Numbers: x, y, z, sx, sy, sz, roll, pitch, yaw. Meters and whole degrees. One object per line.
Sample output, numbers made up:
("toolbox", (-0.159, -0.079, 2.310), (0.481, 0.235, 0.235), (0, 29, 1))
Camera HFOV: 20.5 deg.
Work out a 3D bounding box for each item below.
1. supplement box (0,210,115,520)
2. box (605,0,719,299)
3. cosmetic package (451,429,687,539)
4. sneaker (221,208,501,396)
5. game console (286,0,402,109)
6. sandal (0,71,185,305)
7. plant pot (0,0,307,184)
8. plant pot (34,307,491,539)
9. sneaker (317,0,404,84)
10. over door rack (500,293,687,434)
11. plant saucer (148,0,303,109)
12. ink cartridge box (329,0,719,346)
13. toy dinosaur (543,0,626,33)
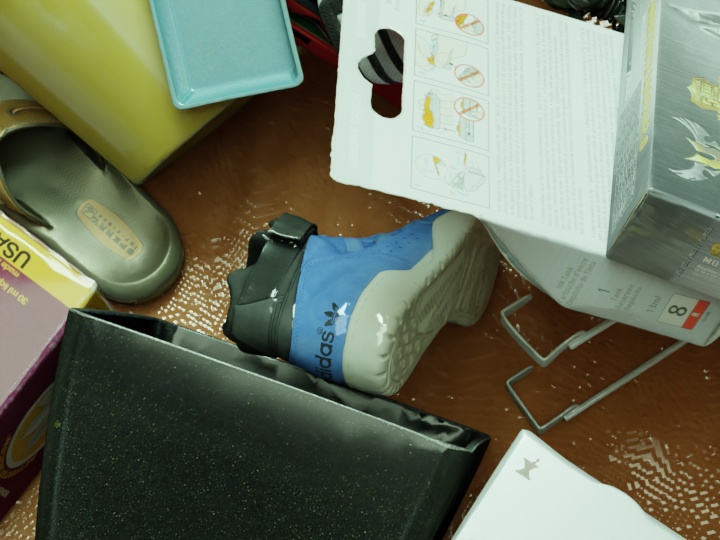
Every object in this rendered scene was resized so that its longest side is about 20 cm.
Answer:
("supplement box", (-0.223, 0.073, 1.047), (0.103, 0.131, 0.200), (35, 81, 11))
("box", (0.200, -0.063, 0.933), (0.158, 0.048, 0.200), (20, 45, -8))
("cosmetic package", (0.098, 0.154, 0.975), (0.113, 0.200, 0.081), (33, 80, 11))
("sneaker", (0.000, -0.001, 1.042), (0.111, 0.200, 0.077), (15, 117, 19))
("game console", (0.004, -0.190, 1.080), (0.031, 0.200, 0.177), (-17, 55, 42))
("sandal", (-0.183, -0.057, 1.116), (0.200, 0.054, 0.080), (38, 81, 11))
("plant pot", (-0.129, -0.159, 1.078), (0.201, 0.201, 0.189), (-40, 93, -7))
("plant pot", (-0.060, 0.135, 1.000), (0.199, 0.200, 0.178), (19, 89, 7))
("sneaker", (0.004, -0.204, 1.020), (0.075, 0.115, 0.201), (-7, 112, 35))
("over door rack", (0.175, 0.032, 1.031), (0.199, 0.148, 0.067), (-21, 70, -3))
("plant saucer", (-0.080, -0.183, 0.977), (0.070, 0.019, 0.201), (-10, 100, 16))
("ink cartridge box", (0.078, -0.057, 0.939), (0.199, 0.050, 0.163), (13, 46, -10))
("toy dinosaur", (0.159, -0.096, 1.095), (0.102, 0.136, 0.200), (8, 36, 40))
